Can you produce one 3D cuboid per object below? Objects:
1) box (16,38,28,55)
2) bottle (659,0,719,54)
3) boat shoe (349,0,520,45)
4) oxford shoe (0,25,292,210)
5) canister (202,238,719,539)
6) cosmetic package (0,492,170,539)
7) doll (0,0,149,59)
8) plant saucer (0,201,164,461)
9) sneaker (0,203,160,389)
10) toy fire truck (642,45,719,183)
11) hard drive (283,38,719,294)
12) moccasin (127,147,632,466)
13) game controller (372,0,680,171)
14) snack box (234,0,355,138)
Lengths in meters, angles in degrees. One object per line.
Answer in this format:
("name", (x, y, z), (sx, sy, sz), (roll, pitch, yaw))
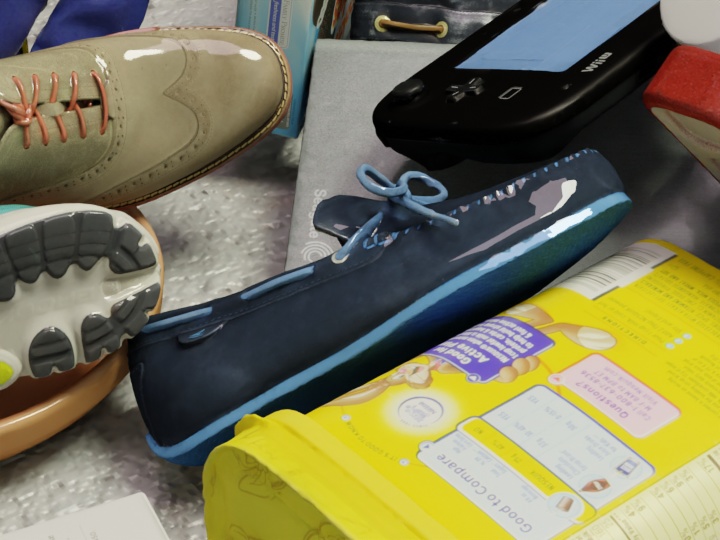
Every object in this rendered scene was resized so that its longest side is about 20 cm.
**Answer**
("box", (-0.191, -0.149, 0.915), (0.070, 0.201, 0.064), (-12, 24, -14))
("bottle", (0.195, -0.073, 0.824), (0.199, 0.084, 0.065), (24, -7, -41))
("boat shoe", (0.092, -0.112, 0.939), (0.199, 0.092, 0.071), (-3, 8, -1))
("oxford shoe", (-0.122, -0.055, 0.822), (0.199, 0.071, 0.075), (-16, -1, -6))
("canister", (0.069, 0.076, 0.711), (0.199, 0.087, 0.148), (-26, 43, -31))
("cosmetic package", (-0.138, 0.153, 0.596), (0.199, 0.108, 0.085), (-18, 41, -18))
("doll", (-0.115, -0.153, 0.870), (0.136, 0.201, 0.048), (31, 11, 0))
("plant saucer", (-0.177, 0.019, 0.833), (0.199, 0.038, 0.201), (0, 36, 0))
("sneaker", (-0.172, 0.017, 0.764), (0.199, 0.078, 0.080), (-10, 17, -17))
("toy fire truck", (0.208, -0.008, 0.748), (0.168, 0.200, 0.112), (28, 85, 46))
("hard drive", (0.072, -0.032, 0.865), (0.199, 0.033, 0.140), (3, 56, 6))
("moccasin", (0.000, 0.000, 0.759), (0.199, 0.080, 0.068), (-27, 73, 2))
("game controller", (0.097, -0.100, 0.846), (0.200, 0.042, 0.104), (-38, 19, -32))
("snack box", (-0.020, -0.157, 0.974), (0.037, 0.117, 0.200), (11, 31, 6))
